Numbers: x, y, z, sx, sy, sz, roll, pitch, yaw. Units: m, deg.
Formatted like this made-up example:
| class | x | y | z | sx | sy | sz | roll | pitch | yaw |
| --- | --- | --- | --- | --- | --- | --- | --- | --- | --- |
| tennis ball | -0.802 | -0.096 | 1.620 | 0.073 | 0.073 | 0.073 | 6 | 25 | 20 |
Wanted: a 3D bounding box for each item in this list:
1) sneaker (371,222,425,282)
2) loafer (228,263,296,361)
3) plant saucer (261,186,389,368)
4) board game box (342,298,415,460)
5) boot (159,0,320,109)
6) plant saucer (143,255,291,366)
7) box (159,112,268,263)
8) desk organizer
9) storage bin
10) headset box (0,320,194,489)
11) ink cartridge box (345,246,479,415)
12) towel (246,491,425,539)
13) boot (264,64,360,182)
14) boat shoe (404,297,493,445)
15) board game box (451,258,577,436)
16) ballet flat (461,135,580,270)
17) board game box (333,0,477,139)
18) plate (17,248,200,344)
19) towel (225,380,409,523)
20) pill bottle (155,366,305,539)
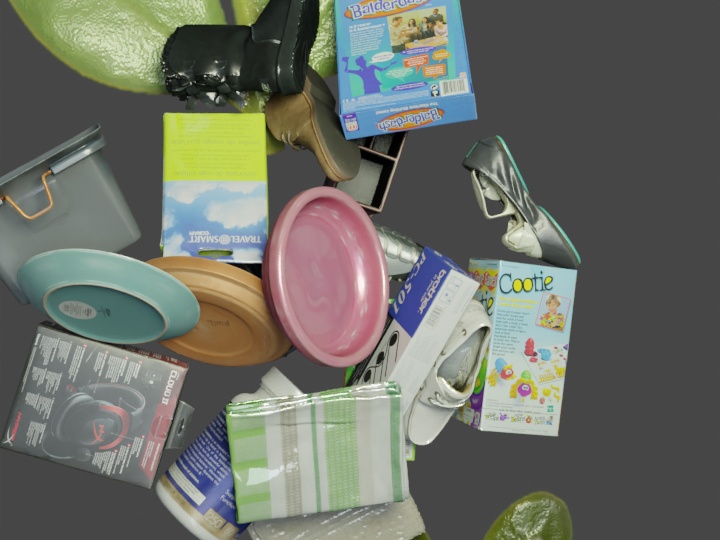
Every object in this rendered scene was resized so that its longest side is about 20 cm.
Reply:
| class | x | y | z | sx | sy | sz | roll | pitch | yaw |
| --- | --- | --- | --- | --- | --- | --- | --- | --- | --- |
| sneaker | 0.000 | 0.000 | 1.365 | 0.200 | 0.075 | 0.116 | 25 | 101 | -10 |
| loafer | -0.138 | 0.021 | 1.336 | 0.072 | 0.073 | 0.200 | -41 | 95 | -1 |
| plant saucer | -0.043 | 0.009 | 1.247 | 0.051 | 0.200 | 0.201 | -9 | 94 | 35 |
| board game box | 0.027 | 0.132 | 1.377 | 0.095 | 0.030 | 0.201 | 3 | 99 | -10 |
| boot | -0.138 | -0.274 | 1.320 | 0.162 | 0.073 | 0.199 | 0 | 55 | 14 |
| plant saucer | -0.172 | 0.055 | 1.272 | 0.200 | 0.200 | 0.032 | 19 | 56 | -9 |
| box | -0.167 | -0.088 | 1.295 | 0.122 | 0.048 | 0.201 | -1 | 64 | -6 |
| desk organizer | 0.019 | -0.170 | 1.353 | 0.072 | 0.077 | 0.201 | 19 | 88 | -9 |
| storage bin | -0.348 | -0.058 | 1.273 | 0.200 | 0.146 | 0.135 | -32 | 106 | -7 |
| headset box | -0.297 | 0.158 | 1.309 | 0.199 | 0.075 | 0.149 | 17 | 89 | -8 |
| ink cartridge box | 0.057 | 0.078 | 1.303 | 0.044 | 0.094 | 0.200 | 26 | 98 | -22 |
| towel | -0.031 | 0.306 | 1.367 | 0.200 | 0.034 | 0.133 | -26 | 104 | -5 |
| boot | -0.057 | -0.157 | 1.299 | 0.075 | 0.200 | 0.074 | -39 | 134 | 16 |
| boat shoe | 0.100 | 0.131 | 1.323 | 0.071 | 0.069 | 0.200 | 8 | 115 | -25 |
| board game box | 0.185 | 0.091 | 1.368 | 0.105 | 0.103 | 0.201 | 7 | 91 | -16 |
| ballet flat | 0.191 | -0.070 | 1.388 | 0.073 | 0.073 | 0.200 | -33 | 90 | -7 |
| board game box | 0.049 | -0.248 | 1.300 | 0.152 | 0.045 | 0.200 | -8 | 54 | 7 |
| plate | -0.274 | 0.039 | 1.217 | 0.200 | 0.200 | 0.026 | 12 | 60 | -9 |
| towel | -0.045 | 0.206 | 1.250 | 0.199 | 0.031 | 0.150 | -7 | 106 | -10 |
| pill bottle | -0.135 | 0.217 | 1.317 | 0.116 | 0.116 | 0.200 | 42 | 85 | -8 |
